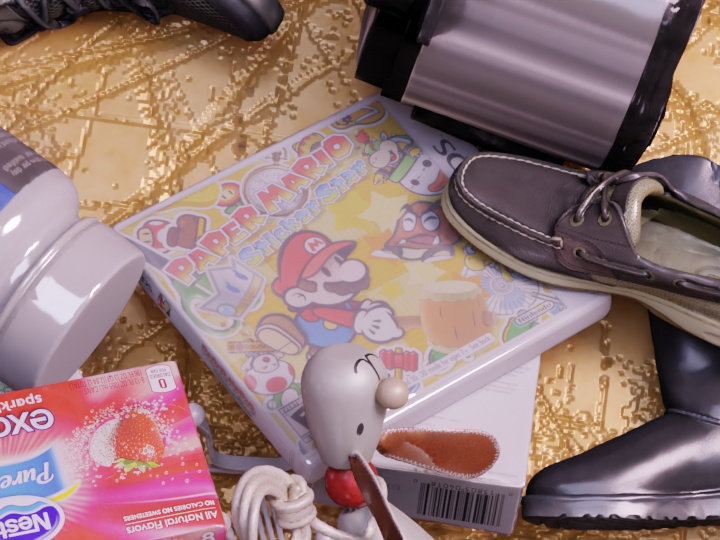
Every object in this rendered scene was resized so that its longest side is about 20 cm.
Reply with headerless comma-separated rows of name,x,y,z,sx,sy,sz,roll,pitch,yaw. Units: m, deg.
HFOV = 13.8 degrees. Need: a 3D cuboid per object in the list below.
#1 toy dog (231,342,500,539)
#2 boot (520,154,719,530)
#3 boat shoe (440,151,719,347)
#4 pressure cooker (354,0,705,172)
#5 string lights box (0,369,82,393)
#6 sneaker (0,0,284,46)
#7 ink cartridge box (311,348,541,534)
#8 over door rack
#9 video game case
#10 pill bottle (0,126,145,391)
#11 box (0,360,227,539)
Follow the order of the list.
toy dog,0.030,0.138,1.453,0.096,0.200,0.132,0,44,31
boot,0.161,0.036,1.585,0.165,0.066,0.200,-1,80,-9
boat shoe,0.141,-0.023,1.539,0.201,0.066,0.072,24,53,10
pressure cooker,0.079,-0.159,1.573,0.200,0.176,0.179,19,70,-2
string lights box,-0.235,0.001,1.591,0.103,0.059,0.200,-28,79,-6
sneaker,-0.144,-0.155,1.623,0.199,0.076,0.114,29,80,9
ink cartridge box,0.042,0.039,1.582,0.109,0.050,0.200,9,52,1
over door rack,-0.105,0.145,1.511,0.200,0.067,0.148,-1,53,-20
video game case,0.000,0.000,1.560,0.200,0.023,0.182,-28,60,-24
pill bottle,-0.216,-0.028,1.509,0.200,0.114,0.114,35,79,8
box,-0.173,0.124,1.423,0.200,0.096,0.100,-10,57,-16
